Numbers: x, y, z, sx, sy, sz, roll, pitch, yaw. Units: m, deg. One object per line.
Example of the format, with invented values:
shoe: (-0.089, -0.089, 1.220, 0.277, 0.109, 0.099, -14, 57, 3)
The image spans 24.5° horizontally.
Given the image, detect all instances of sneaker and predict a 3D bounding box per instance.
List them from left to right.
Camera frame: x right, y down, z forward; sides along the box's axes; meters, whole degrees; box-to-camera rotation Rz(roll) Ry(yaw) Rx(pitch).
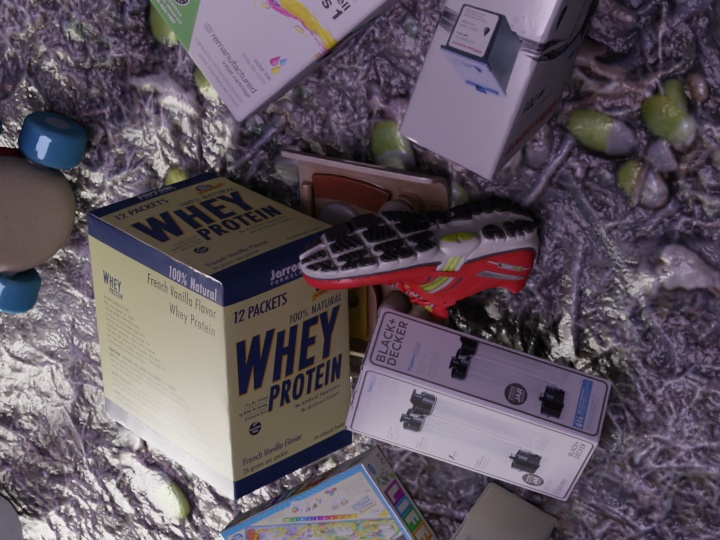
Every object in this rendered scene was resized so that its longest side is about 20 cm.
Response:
sneaker: (0.050, 0.002, 1.333, 0.198, 0.077, 0.086, -6, 122, -11)

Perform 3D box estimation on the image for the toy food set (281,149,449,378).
toy food set: (0.000, 0.000, 1.416, 0.142, 0.060, 0.202, 11, 117, 24)

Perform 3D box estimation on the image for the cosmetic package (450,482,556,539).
cosmetic package: (0.099, 0.302, 1.480, 0.071, 0.105, 0.201, 27, 125, 13)

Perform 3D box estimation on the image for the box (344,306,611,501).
box: (0.094, 0.111, 1.361, 0.198, 0.061, 0.117, 17, 147, 3)

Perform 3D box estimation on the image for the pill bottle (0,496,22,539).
pill bottle: (-0.452, 0.309, 1.781, 0.199, 0.112, 0.113, -31, 96, 36)

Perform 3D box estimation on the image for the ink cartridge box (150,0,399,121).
ink cartridge box: (-0.058, -0.238, 1.321, 0.199, 0.084, 0.145, -34, 94, 35)

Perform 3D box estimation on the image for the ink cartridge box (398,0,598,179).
ink cartridge box: (0.116, -0.189, 1.209, 0.085, 0.146, 0.201, 27, 123, 13)

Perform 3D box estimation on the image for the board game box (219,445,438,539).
board game box: (-0.025, 0.263, 1.571, 0.199, 0.034, 0.135, -30, 96, 35)

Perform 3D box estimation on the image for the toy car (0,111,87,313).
toy car: (-0.378, -0.090, 1.554, 0.200, 0.176, 0.186, 41, 117, 42)

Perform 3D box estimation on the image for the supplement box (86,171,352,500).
supplement box: (-0.120, 0.049, 1.424, 0.199, 0.133, 0.202, 24, 126, 43)
